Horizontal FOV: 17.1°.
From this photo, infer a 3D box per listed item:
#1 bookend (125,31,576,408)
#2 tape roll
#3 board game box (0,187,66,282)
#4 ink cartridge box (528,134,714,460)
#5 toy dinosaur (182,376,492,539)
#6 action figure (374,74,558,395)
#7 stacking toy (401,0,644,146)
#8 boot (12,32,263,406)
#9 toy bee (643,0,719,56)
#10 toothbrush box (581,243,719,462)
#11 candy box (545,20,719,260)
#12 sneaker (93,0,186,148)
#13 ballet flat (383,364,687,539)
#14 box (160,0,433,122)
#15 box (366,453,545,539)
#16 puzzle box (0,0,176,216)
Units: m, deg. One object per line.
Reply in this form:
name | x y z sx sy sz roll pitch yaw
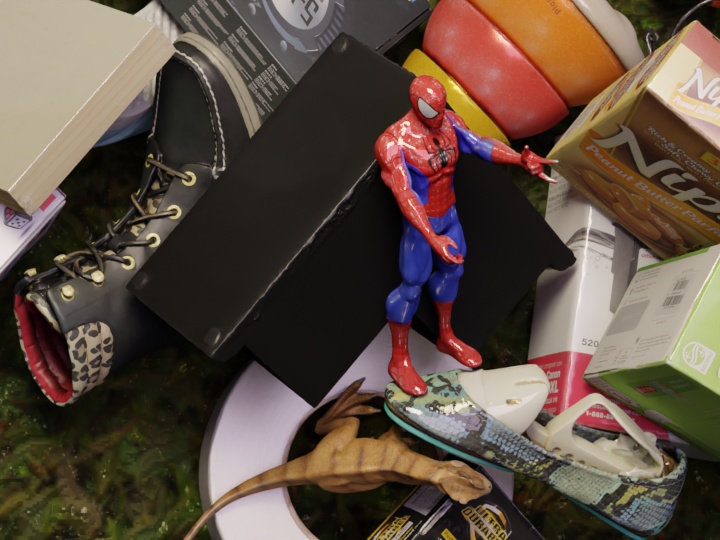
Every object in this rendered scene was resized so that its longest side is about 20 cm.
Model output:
bookend | 0.000 0.000 1.439 0.199 0.092 0.200 -51 138 -4
tape roll | -0.002 0.131 1.514 0.202 0.037 0.203 2 81 -15
board game box | -0.257 0.029 1.416 0.035 0.126 0.200 42 74 -5
ink cartridge box | 0.194 0.012 1.549 0.145 0.083 0.200 10 81 -12
toy dinosaur | -0.016 0.116 1.455 0.200 0.106 0.061 -10 110 24
action figure | 0.056 -0.013 1.343 0.065 0.099 0.200 -27 129 -29
stacking toy | 0.069 -0.119 1.540 0.200 0.146 0.146 -42 94 1
boot | -0.131 -0.026 1.420 0.154 0.073 0.204 -29 133 -35
toy bee | 0.237 -0.211 1.579 0.108 0.131 0.200 -7 80 10
toothbrush box | 0.254 0.075 1.431 0.200 0.146 0.086 32 77 -8
candy box | 0.193 -0.067 1.406 0.115 0.200 0.055 38 76 -4
sneaker | -0.124 -0.134 1.509 0.200 0.082 0.074 -28 87 -40
ballet flat | 0.110 0.093 1.438 0.200 0.074 0.074 25 76 -21
box | -0.065 -0.199 1.503 0.200 0.044 0.160 51 41 -2
box | 0.070 0.240 1.483 0.160 0.049 0.200 -47 111 -16
puzzle box | -0.212 -0.112 1.424 0.133 0.200 0.025 -51 131 -14
